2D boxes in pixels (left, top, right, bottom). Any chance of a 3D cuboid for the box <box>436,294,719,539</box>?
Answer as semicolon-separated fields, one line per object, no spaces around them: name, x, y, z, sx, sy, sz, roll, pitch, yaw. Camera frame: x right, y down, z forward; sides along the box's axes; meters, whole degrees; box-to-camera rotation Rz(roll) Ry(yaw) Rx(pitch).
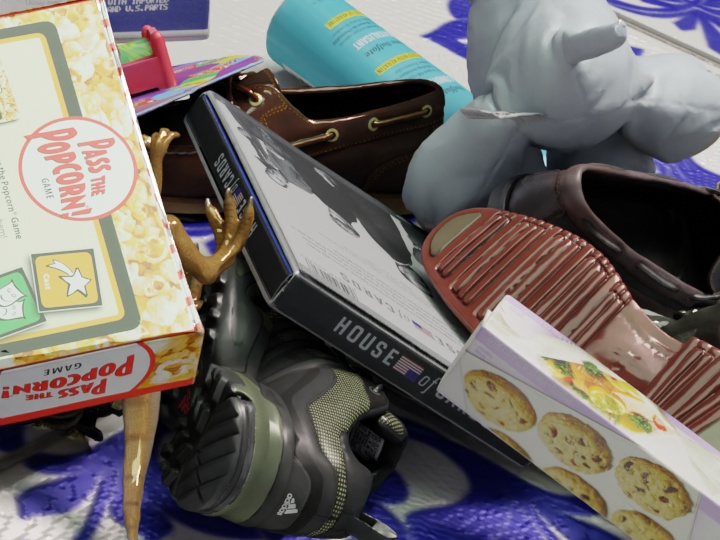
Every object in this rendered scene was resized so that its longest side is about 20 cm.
box;0.124;0.088;1.137;0.200;0.042;0.039;38;30;4

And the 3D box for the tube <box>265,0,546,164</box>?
tube;0.034;-0.086;1.483;0.200;0.051;0.077;37;43;28

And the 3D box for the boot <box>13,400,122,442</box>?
boot;-0.148;0.053;1.094;0.153;0.073;0.205;20;46;-44

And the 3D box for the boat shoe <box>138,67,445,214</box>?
boat shoe;-0.051;-0.071;1.384;0.199;0.071;0.070;-2;32;-25

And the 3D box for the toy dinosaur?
toy dinosaur;-0.094;0.009;1.119;0.060;0.202;0.106;-12;-1;40

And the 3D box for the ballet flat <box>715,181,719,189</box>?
ballet flat;0.146;-0.014;1.392;0.199;0.047;0.067;-12;37;-40

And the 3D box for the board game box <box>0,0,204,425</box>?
board game box;-0.173;-0.013;1.010;0.199;0.046;0.152;-11;64;-15

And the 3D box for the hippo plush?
hippo plush;0.071;-0.118;1.355;0.200;0.159;0.162;22;41;-61

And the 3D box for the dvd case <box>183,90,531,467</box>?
dvd case;0.000;0.000;1.240;0.150;0.025;0.200;33;14;-26

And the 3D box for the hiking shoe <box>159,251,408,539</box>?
hiking shoe;-0.033;0.060;1.166;0.100;0.076;0.200;28;22;-16

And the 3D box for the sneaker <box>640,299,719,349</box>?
sneaker;0.182;0.034;1.274;0.198;0.084;0.077;12;26;5

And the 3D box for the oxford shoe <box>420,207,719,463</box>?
oxford shoe;0.104;0.046;1.224;0.070;0.075;0.200;-39;58;-18

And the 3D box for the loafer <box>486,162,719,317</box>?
loafer;0.155;-0.010;1.324;0.199;0.063;0.072;12;64;-33

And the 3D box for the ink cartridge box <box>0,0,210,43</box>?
ink cartridge box;-0.208;-0.153;1.437;0.198;0.041;0.200;-5;17;-31

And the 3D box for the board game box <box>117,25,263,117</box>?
board game box;-0.145;-0.094;1.330;0.157;0.039;0.200;-7;14;37
